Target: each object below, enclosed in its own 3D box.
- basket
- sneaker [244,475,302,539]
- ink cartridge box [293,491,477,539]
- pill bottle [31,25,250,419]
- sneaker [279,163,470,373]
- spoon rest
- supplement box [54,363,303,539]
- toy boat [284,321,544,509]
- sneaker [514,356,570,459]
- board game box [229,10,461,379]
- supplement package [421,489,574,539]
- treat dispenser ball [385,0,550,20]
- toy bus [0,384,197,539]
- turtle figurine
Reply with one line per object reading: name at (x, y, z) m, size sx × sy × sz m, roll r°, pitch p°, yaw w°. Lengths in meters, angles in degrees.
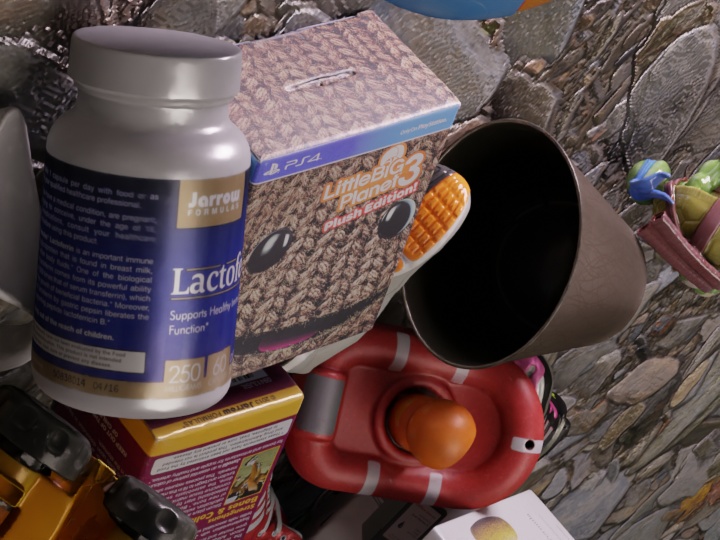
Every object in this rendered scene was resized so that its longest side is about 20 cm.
basket at (0.134, -0.008, 1.460) m, size 0.200 × 0.135 × 0.182 m, roll 14°, pitch 92°, yaw -63°
sneaker at (-0.084, 0.169, 1.490) m, size 0.112 × 0.071 × 0.200 m, roll -9°, pitch 145°, yaw -39°
ink cartridge box at (0.026, 0.200, 1.598) m, size 0.200 × 0.084 × 0.146 m, roll -44°, pitch -178°, yaw 2°
pill bottle at (-0.121, -0.029, 1.074) m, size 0.115 × 0.115 × 0.202 m, roll -10°, pitch 113°, yaw -44°
sneaker at (0.000, 0.000, 1.379) m, size 0.200 × 0.076 × 0.092 m, roll -39°, pitch 160°, yaw 9°
spoon rest at (-0.202, -0.010, 1.097) m, size 0.060 × 0.100 × 0.201 m, roll 11°, pitch 143°, yaw -2°
supplement box at (-0.142, 0.136, 1.340) m, size 0.130 × 0.103 × 0.201 m, roll -14°, pitch 140°, yaw -41°
toy boat at (0.048, 0.115, 1.442) m, size 0.199 × 0.131 × 0.132 m, roll 11°, pitch 94°, yaw -21°
sneaker at (0.145, 0.119, 1.707) m, size 0.087 × 0.074 × 0.200 m, roll -28°, pitch 153°, yaw -24°
board game box at (-0.050, -0.043, 1.217) m, size 0.159 × 0.097 × 0.201 m, roll -19°, pitch 144°, yaw -36°
supplement package at (0.097, 0.258, 1.494) m, size 0.110 × 0.114 × 0.200 m, roll -48°, pitch 163°, yaw 20°
treat dispenser ball at (0.057, -0.230, 0.992) m, size 0.200 × 0.201 × 0.202 m, roll -30°, pitch 149°, yaw -20°
toy bus at (-0.203, 0.161, 1.204) m, size 0.136 × 0.200 × 0.192 m, roll -54°, pitch -170°, yaw -6°
turtle figurine at (0.319, -0.037, 1.571) m, size 0.144 × 0.194 × 0.200 m, roll -52°, pitch 161°, yaw 6°
